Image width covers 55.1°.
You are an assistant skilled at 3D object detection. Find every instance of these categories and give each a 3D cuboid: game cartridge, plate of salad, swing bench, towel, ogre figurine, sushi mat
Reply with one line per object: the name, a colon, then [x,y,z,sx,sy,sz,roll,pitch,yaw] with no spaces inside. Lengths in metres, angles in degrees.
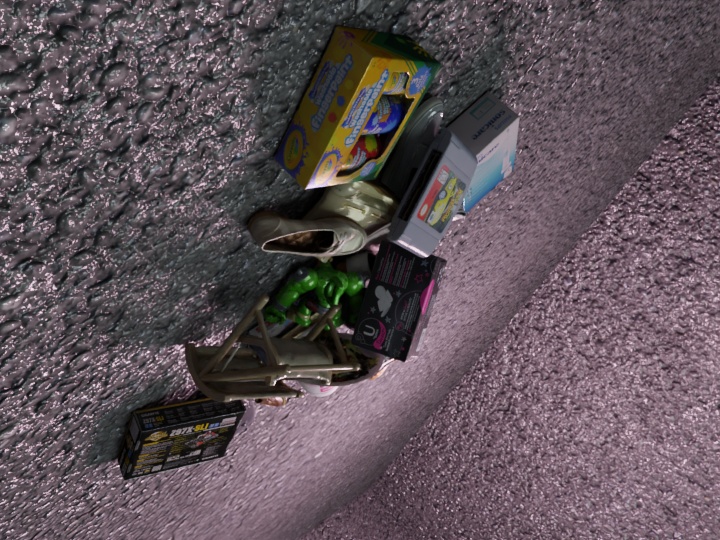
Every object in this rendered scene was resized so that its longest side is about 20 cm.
game cartridge: [0.125,-0.123,1.151,0.201,0.041,0.133,-63,151,3]
plate of salad: [-0.055,0.157,1.312,0.200,0.199,0.048,-23,123,-45]
swing bench: [-0.147,0.147,1.149,0.199,0.130,0.198,-32,157,28]
towel: [0.088,-0.083,1.312,0.190,0.032,0.200,-25,169,25]
ogre figurine: [-0.066,0.048,1.259,0.098,0.199,0.120,-94,-154,-55]
sushi mat: [-0.126,0.122,1.357,0.200,0.012,0.096,-36,172,-13]

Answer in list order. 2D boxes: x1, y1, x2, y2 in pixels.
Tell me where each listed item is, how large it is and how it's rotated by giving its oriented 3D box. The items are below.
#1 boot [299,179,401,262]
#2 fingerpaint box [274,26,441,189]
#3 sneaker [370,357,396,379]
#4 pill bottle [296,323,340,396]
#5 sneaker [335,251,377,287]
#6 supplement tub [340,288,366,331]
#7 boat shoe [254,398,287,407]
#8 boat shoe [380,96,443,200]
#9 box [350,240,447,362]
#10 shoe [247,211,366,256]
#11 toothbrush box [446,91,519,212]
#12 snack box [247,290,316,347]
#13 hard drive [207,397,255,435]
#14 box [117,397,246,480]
boot: [-0.011,-0.078,1.140,0.156,0.073,0.200,-50,144,13]
fingerpaint box: [-0.002,-0.214,0.931,0.166,0.073,0.201,-17,145,-52]
sneaker: [0.037,0.166,1.444,0.077,0.078,0.200,2,135,-41]
pill bottle: [-0.091,0.197,1.485,0.113,0.113,0.200,-38,159,-17]
sneaker: [0.000,0.000,1.379,0.084,0.073,0.200,-14,169,13]
supplement tub: [0.026,0.093,1.524,0.107,0.107,0.200,-46,160,4]
boat shoe: [-0.199,0.245,1.449,0.067,0.072,0.200,-22,157,-10]
boat shoe: [0.101,-0.196,1.166,0.070,0.072,0.201,-25,152,-42]
box: [0.074,0.056,1.299,0.132,0.114,0.201,10,98,-75]
shoe: [-0.073,-0.045,1.041,0.199,0.053,0.070,4,124,-32]
toothbrush box: [0.222,-0.221,1.328,0.146,0.085,0.200,-42,160,-7]
snack box: [-0.131,0.090,1.334,0.200,0.024,0.072,-33,158,-29]
hard drive: [-0.283,0.300,1.418,0.135,0.042,0.200,-37,157,-22]
box: [-0.327,0.303,1.262,0.199,0.049,0.160,-5,136,-36]
